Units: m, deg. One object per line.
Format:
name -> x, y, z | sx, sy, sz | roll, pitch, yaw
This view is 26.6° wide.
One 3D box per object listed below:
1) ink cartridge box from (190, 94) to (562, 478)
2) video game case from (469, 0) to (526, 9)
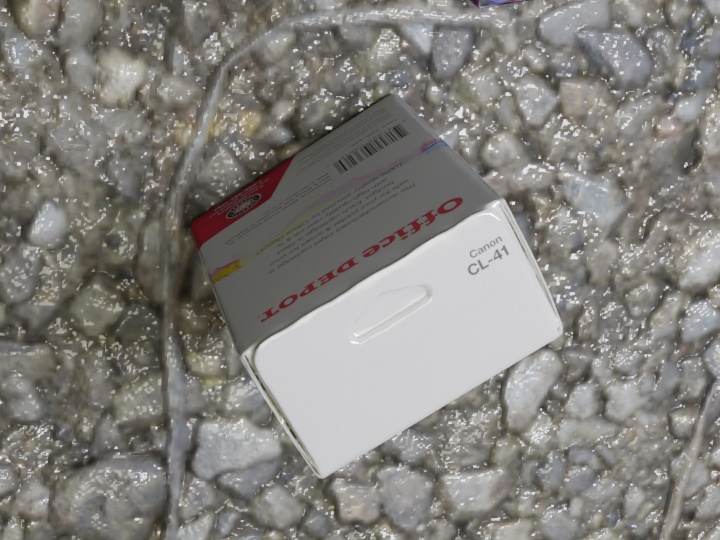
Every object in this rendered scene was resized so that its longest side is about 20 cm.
ink cartridge box -> 0.000, 0.000, 0.803 | 0.147, 0.200, 0.086 | -31, 116, 0
video game case -> 0.138, -0.255, 0.827 | 0.179, 0.036, 0.202 | -11, 114, -11
